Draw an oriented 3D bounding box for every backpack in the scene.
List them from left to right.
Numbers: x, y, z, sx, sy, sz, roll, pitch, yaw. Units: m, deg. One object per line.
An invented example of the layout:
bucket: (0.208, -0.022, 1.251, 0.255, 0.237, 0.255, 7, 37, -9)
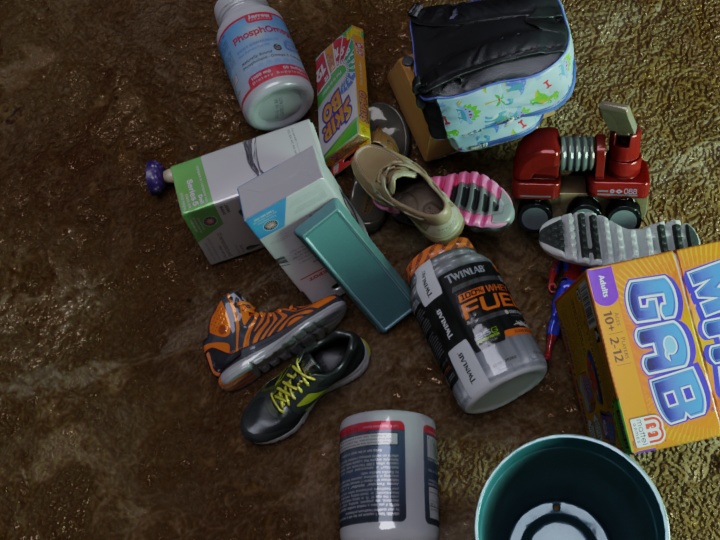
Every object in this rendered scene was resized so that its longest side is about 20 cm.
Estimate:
backpack: (0.175, -0.260, 1.282, 0.198, 0.147, 0.185, -12, 54, 14)

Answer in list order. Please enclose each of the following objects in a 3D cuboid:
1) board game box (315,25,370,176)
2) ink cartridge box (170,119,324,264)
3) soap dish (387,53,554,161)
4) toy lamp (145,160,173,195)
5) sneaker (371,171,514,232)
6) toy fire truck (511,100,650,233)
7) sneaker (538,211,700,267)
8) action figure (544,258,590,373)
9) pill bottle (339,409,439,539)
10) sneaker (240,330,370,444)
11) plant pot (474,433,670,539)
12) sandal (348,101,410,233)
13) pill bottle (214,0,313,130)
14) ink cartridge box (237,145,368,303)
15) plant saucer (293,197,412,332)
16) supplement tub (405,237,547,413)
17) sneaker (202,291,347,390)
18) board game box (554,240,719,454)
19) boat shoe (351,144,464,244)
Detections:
board game box: (-0.026, -0.242, 1.433, 0.030, 0.095, 0.202, 11, 63, -36)
ink cartridge box: (-0.137, -0.104, 1.353, 0.198, 0.146, 0.085, -19, 62, 0)
soap dish: (0.154, -0.259, 1.416, 0.198, 0.081, 0.159, -20, 66, -2)
toy lamp: (-0.205, -0.140, 1.429, 0.198, 0.058, 0.059, -6, 66, 6)
sneaker: (0.116, -0.080, 1.334, 0.198, 0.096, 0.080, 13, 64, 28)
toy fire truck: (0.281, -0.146, 1.266, 0.174, 0.202, 0.129, 3, 36, 9)
sneaker: (0.322, -0.022, 1.268, 0.198, 0.081, 0.076, 7, 63, 1)
action figure: (0.274, 0.029, 1.297, 0.065, 0.052, 0.202, 7, 66, 14)
pill bottle: (0.033, 0.277, 1.184, 0.118, 0.120, 0.202, -3, 66, 7)
sneaker: (-0.078, 0.139, 1.276, 0.200, 0.085, 0.075, -40, 67, -10)
plant pot: (0.227, 0.305, 1.108, 0.198, 0.188, 0.202, -3, 66, 7)
sandal: (0.020, -0.151, 1.403, 0.081, 0.055, 0.202, 11, 69, 12)
pill bottle: (-0.148, -0.315, 1.466, 0.108, 0.109, 0.201, -22, 66, -2)
ink cartridge box: (-0.061, -0.052, 1.301, 0.115, 0.200, 0.067, -28, 47, 7)
plant saucer: (0.000, 0.000, 1.273, 0.070, 0.200, 0.019, -37, 31, 5)
supplement tub: (0.140, 0.066, 1.257, 0.122, 0.123, 0.201, -25, 66, -3)
sneaker: (-0.122, 0.062, 1.319, 0.199, 0.078, 0.113, -30, 67, -5)
board game box: (0.357, 0.093, 1.147, 0.198, 0.200, 0.202, -12, 79, -2)
boat shoe: (0.055, -0.113, 1.280, 0.071, 0.065, 0.200, -46, 54, -6)
